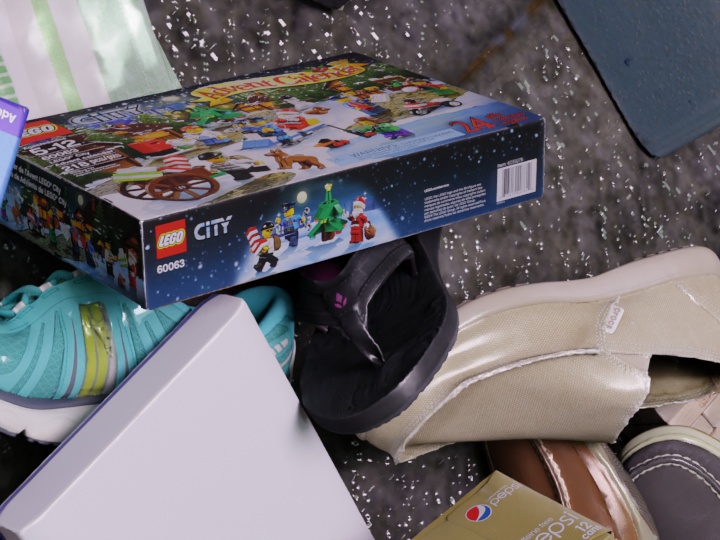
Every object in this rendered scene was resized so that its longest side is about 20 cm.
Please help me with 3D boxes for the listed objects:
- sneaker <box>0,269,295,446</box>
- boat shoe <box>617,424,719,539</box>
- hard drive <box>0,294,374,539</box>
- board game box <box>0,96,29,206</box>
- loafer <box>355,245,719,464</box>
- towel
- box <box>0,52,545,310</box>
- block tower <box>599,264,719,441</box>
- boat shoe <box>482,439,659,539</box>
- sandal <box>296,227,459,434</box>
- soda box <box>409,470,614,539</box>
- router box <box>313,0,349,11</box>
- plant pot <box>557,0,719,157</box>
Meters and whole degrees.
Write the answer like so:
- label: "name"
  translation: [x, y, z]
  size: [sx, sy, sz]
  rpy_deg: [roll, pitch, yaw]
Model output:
- label: "sneaker"
  translation: [-0.114, 0.025, 0.772]
  size: [0.200, 0.077, 0.080]
  rpy_deg: [10, 103, -37]
- label: "boat shoe"
  translation: [0.184, 0.166, 0.892]
  size: [0.201, 0.072, 0.066]
  rpy_deg: [59, 23, -15]
- label: "hard drive"
  translation: [-0.054, 0.128, 0.776]
  size: [0.132, 0.025, 0.200]
  rpy_deg: [-47, 128, -29]
- label: "board game box"
  translation: [-0.192, 0.022, 0.520]
  size: [0.152, 0.045, 0.200]
  rpy_deg: [21, 71, -25]
- label: "loafer"
  translation: [0.091, 0.045, 0.831]
  size: [0.200, 0.076, 0.068]
  rpy_deg: [-19, 64, -24]
- label: "towel"
  translation: [-0.182, -0.105, 0.801]
  size: [0.200, 0.023, 0.153]
  rpy_deg: [-20, 89, -31]
- label: "box"
  translation: [-0.041, -0.044, 0.791]
  size: [0.200, 0.136, 0.038]
  rpy_deg: [-17, 117, -34]
- label: "block tower"
  translation: [0.175, 0.080, 0.936]
  size: [0.200, 0.054, 0.058]
  rpy_deg: [47, 71, -9]
- label: "boat shoe"
  translation: [0.100, 0.156, 0.877]
  size: [0.074, 0.076, 0.200]
  rpy_deg: [-24, 91, -28]
- label: "sandal"
  translation: [-0.001, 0.000, 0.811]
  size: [0.048, 0.075, 0.201]
  rpy_deg: [48, 21, -23]
- label: "soda box"
  translation: [0.072, 0.187, 0.801]
  size: [0.064, 0.068, 0.200]
  rpy_deg: [-34, 130, -31]
- label: "router box"
  translation: [-0.043, -0.197, 0.813]
  size: [0.200, 0.150, 0.062]
  rpy_deg: [20, 63, -32]
- label: "plant pot"
  translation: [0.219, -0.205, 0.950]
  size: [0.196, 0.200, 0.197]
  rpy_deg: [-36, 98, -31]
